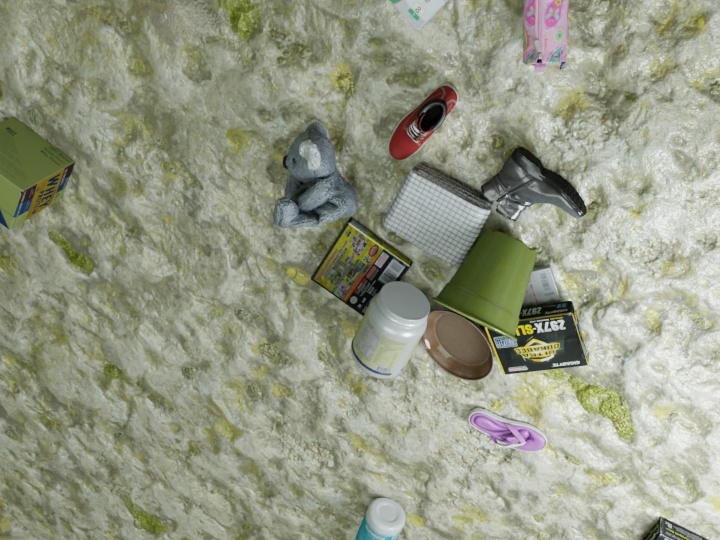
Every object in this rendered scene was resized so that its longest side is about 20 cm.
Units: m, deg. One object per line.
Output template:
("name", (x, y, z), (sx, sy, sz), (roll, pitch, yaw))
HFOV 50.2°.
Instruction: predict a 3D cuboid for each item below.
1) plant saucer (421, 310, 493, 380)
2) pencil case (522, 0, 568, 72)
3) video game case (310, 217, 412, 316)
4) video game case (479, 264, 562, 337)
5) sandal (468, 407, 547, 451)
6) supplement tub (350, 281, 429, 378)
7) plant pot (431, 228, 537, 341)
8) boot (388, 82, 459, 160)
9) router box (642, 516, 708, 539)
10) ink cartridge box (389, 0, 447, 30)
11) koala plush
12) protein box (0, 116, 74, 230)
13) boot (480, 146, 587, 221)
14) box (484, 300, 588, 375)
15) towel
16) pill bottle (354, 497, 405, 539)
("plant saucer", (0.230, 0.168, 1.801), (0.199, 0.037, 0.202), (26, 138, 26))
("pencil case", (0.337, -0.472, 1.407), (0.087, 0.088, 0.202), (4, 118, 18))
("video game case", (0.000, 0.000, 1.830), (0.180, 0.026, 0.200), (35, 125, -1))
("video game case", (0.353, 0.073, 1.741), (0.199, 0.018, 0.144), (-14, 112, 26))
("sandal", (0.360, 0.408, 1.904), (0.201, 0.050, 0.083), (19, 123, 10))
("supplement tub", (0.070, 0.139, 1.798), (0.144, 0.145, 0.201), (27, 129, 4))
("plant pot", (0.280, 0.020, 1.628), (0.199, 0.200, 0.191), (26, 90, 5))
("boot", (0.112, -0.283, 1.560), (0.072, 0.145, 0.200), (40, 125, -6))
("router box", (0.797, 0.719, 1.904), (0.199, 0.062, 0.151), (25, 124, 6))
("ink cartridge box", (0.125, -0.583, 1.448), (0.161, 0.050, 0.200), (45, 125, -7))
("koala plush", (-0.098, -0.214, 1.673), (0.182, 0.178, 0.202), (0, 118, 8))
("protein box", (-0.868, -0.245, 1.915), (0.198, 0.200, 0.135), (36, 124, -2))
("boot", (0.357, -0.148, 1.590), (0.200, 0.070, 0.132), (43, 122, 8))
("box", (0.398, 0.155, 1.735), (0.198, 0.049, 0.161), (-10, 123, 24))
("towel", (0.167, -0.123, 1.666), (0.199, 0.086, 0.166), (28, 125, 2))
("pill bottle", (0.048, 0.745, 2.172), (0.110, 0.111, 0.201), (24, 123, 7))
